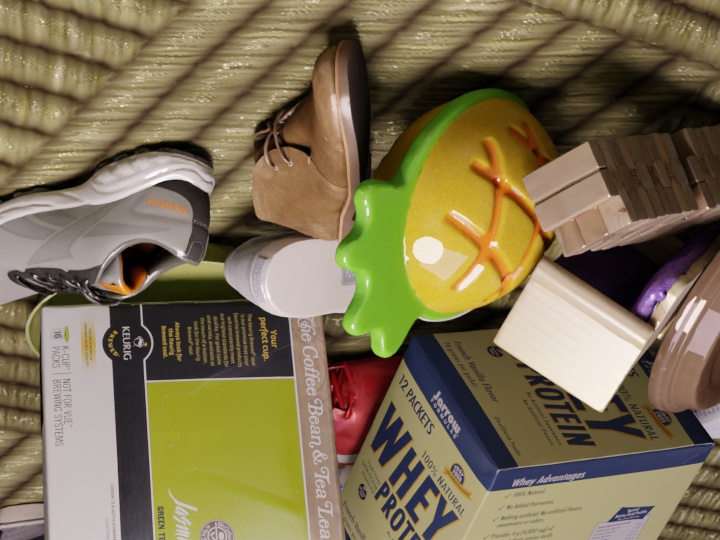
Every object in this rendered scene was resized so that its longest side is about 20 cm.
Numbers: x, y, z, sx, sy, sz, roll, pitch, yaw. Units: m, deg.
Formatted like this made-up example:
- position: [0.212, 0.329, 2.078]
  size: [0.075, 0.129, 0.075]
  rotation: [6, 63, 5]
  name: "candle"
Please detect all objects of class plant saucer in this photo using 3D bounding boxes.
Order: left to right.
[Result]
- position: [-0.133, 0.027, 1.524]
  size: [0.200, 0.031, 0.200]
  rotation: [-4, 153, -2]
  name: "plant saucer"
- position: [0.259, 0.016, 1.422]
  size: [0.200, 0.029, 0.200]
  rotation: [-41, 156, -23]
  name: "plant saucer"

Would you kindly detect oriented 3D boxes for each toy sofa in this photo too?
- position: [0.164, 0.006, 1.378]
  size: [0.098, 0.083, 0.200]
  rotation: [-60, 170, 22]
  name: "toy sofa"

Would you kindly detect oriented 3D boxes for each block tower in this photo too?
- position: [0.181, -0.051, 1.325]
  size: [0.058, 0.054, 0.200]
  rotation: [-28, 169, 39]
  name: "block tower"

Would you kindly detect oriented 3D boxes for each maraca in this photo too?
- position: [0.051, -0.031, 1.303]
  size: [0.107, 0.200, 0.137]
  rotation: [13, 124, 37]
  name: "maraca"

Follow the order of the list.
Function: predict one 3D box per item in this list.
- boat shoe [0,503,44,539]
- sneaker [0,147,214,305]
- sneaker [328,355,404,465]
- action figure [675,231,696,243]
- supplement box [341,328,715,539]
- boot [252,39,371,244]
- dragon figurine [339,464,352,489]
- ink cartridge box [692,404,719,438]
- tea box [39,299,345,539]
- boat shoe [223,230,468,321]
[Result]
- position: [-0.218, 0.243, 1.865]
  size: [0.200, 0.093, 0.075]
  rotation: [-10, 153, 8]
  name: "boat shoe"
- position: [-0.179, -0.012, 1.385]
  size: [0.200, 0.079, 0.074]
  rotation: [-21, 152, 30]
  name: "sneaker"
- position: [-0.047, 0.100, 1.636]
  size: [0.200, 0.078, 0.116]
  rotation: [-21, 151, 26]
  name: "sneaker"
- position: [0.287, 0.013, 1.563]
  size: [0.200, 0.055, 0.118]
  rotation: [4, 149, -27]
  name: "action figure"
- position: [0.115, 0.156, 1.609]
  size: [0.200, 0.134, 0.200]
  rotation: [-4, 135, -32]
  name: "supplement box"
- position: [-0.030, -0.073, 1.312]
  size: [0.075, 0.074, 0.200]
  rotation: [8, 153, 1]
  name: "boot"
- position: [-0.031, 0.169, 1.793]
  size: [0.099, 0.059, 0.200]
  rotation: [-24, 144, 35]
  name: "dragon figurine"
- position: [0.364, 0.084, 1.709]
  size: [0.196, 0.043, 0.200]
  rotation: [-27, 163, 36]
  name: "ink cartridge box"
- position: [-0.118, 0.136, 1.486]
  size: [0.197, 0.200, 0.134]
  rotation: [-1, 152, -8]
  name: "tea box"
- position: [0.000, 0.000, 1.458]
  size: [0.200, 0.072, 0.068]
  rotation: [-10, -163, -36]
  name: "boat shoe"
